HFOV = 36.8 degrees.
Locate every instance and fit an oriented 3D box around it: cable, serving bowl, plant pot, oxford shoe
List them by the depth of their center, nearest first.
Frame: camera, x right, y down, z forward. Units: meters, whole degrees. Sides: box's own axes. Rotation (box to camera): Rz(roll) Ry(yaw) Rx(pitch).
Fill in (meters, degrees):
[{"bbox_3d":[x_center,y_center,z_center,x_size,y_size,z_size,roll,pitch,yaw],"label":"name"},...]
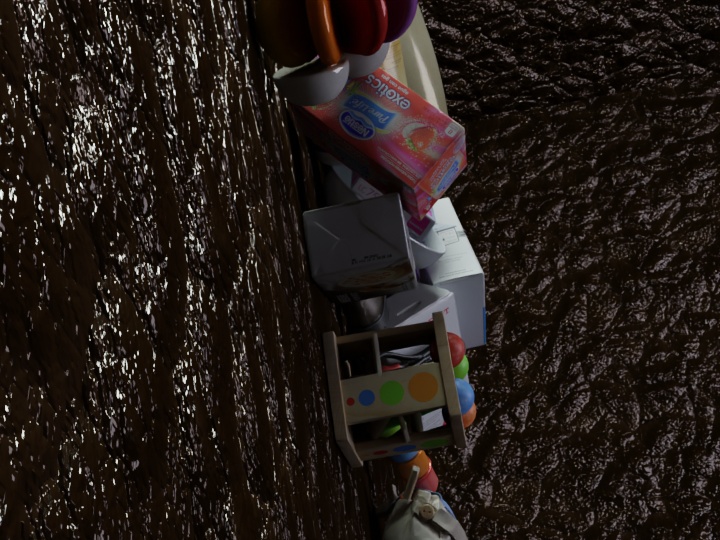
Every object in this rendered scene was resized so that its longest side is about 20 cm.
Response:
[{"bbox_3d":[0.000,0.000,1.475,0.201,0.072,0.085,-99,168,-57],"label":"oxford shoe"},{"bbox_3d":[0.065,0.131,1.484,0.200,0.050,0.098,-38,110,-40],"label":"cable"},{"bbox_3d":[0.022,-0.064,1.488,0.199,0.066,0.200,35,15,-10],"label":"serving bowl"},{"bbox_3d":[0.048,-0.255,1.581,0.202,0.186,0.187,63,2,9],"label":"plant pot"}]

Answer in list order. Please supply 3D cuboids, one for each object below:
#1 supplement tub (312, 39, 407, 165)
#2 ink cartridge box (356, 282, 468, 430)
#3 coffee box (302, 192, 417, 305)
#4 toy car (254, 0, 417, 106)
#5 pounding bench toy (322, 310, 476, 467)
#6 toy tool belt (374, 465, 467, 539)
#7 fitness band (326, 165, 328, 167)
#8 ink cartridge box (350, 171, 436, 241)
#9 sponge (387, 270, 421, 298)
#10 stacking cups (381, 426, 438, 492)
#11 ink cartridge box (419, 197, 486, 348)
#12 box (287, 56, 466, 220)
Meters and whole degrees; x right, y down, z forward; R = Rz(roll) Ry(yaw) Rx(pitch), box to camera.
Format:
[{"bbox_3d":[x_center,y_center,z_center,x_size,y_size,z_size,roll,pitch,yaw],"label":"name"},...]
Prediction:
[{"bbox_3d":[-0.010,-0.254,1.436,0.145,0.142,0.203,-87,166,-72],"label":"supplement tub"},{"bbox_3d":[0.075,0.139,1.565,0.085,0.147,0.202,15,-55,48],"label":"ink cartridge box"},{"bbox_3d":[0.004,-0.021,1.284,0.200,0.113,0.081,64,16,-78],"label":"coffee box"},{"bbox_3d":[-0.015,-0.278,1.127,0.200,0.148,0.177,-42,125,-47],"label":"toy car"},{"bbox_3d":[0.054,0.149,1.250,0.200,0.154,0.126,71,9,-65],"label":"pounding bench toy"},{"bbox_3d":[0.081,0.336,1.424,0.200,0.123,0.125,72,17,-66],"label":"toy tool belt"},{"bbox_3d":[-0.021,-0.114,1.676,0.201,0.037,0.145,-88,168,-65],"label":"fitness band"},{"bbox_3d":[0.044,-0.114,1.488,0.119,0.042,0.200,36,13,-10],"label":"ink cartridge box"},{"bbox_3d":[0.048,0.075,1.639,0.030,0.110,0.202,-90,169,-61],"label":"sponge"},{"bbox_3d":[0.047,0.221,1.420,0.061,0.060,0.201,-95,164,-52],"label":"stacking cups"},{"bbox_3d":[0.130,0.006,1.690,0.201,0.085,0.148,-111,-170,-50],"label":"ink cartridge box"},{"bbox_3d":[0.020,-0.164,1.261,0.199,0.095,0.103,38,-10,17],"label":"box"}]
